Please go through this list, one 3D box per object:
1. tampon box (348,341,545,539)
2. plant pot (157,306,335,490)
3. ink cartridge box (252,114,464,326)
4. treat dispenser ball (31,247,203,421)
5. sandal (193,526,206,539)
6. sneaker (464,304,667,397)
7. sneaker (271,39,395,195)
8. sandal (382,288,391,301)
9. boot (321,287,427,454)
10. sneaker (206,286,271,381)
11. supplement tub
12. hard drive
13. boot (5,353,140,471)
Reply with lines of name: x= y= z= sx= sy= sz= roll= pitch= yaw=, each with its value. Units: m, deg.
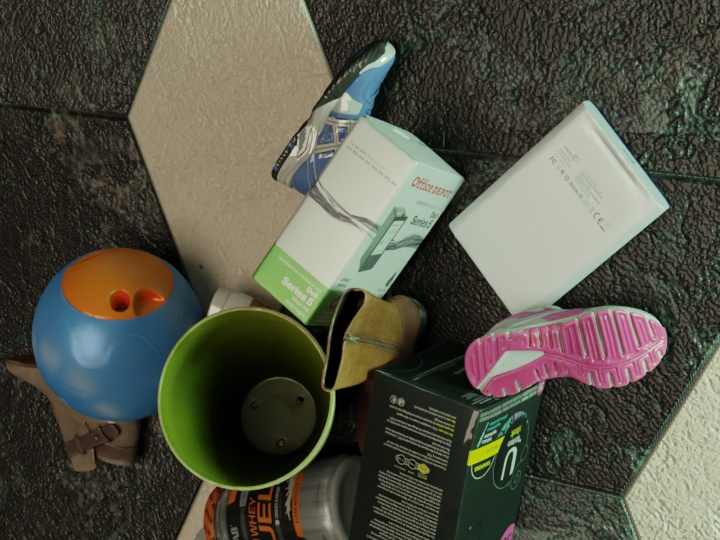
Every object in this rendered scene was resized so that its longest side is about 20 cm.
tampon box: x=0.089 y=0.200 z=1.502 sx=0.125 sy=0.149 sz=0.202 roll=19 pitch=110 yaw=29
plant pot: x=-0.104 y=0.149 z=1.574 sx=0.185 sy=0.200 sz=0.189 roll=-2 pitch=79 yaw=8
ink cartridge box: x=0.000 y=-0.046 z=1.483 sx=0.084 sy=0.145 sz=0.201 roll=40 pitch=102 yaw=20
treat dispenser ball: x=-0.281 y=0.074 z=1.685 sx=0.199 sy=0.200 sz=0.203 roll=7 pitch=104 yaw=31
sandal: x=-0.126 y=0.379 z=1.719 sx=0.206 sy=0.079 sz=0.060 roll=40 pitch=156 yaw=34
sneaker: x=0.203 y=0.069 z=1.440 sx=0.198 sy=0.088 sz=0.082 roll=-5 pitch=106 yaw=7
sneaker: x=-0.015 y=-0.160 z=1.553 sx=0.077 sy=0.076 sz=0.201 roll=35 pitch=119 yaw=-3
sandal: x=0.000 y=0.000 z=1.581 sx=0.074 sy=0.045 sz=0.202 roll=16 pitch=108 yaw=28
boot: x=0.011 y=0.115 z=1.484 sx=0.068 sy=0.200 sz=0.190 roll=20 pitch=94 yaw=18
sneaker: x=-0.146 y=0.121 z=1.687 sx=0.084 sy=0.073 sz=0.202 roll=17 pitch=121 yaw=7
supplement tub: x=-0.074 y=0.278 z=1.642 sx=0.199 sy=0.122 sz=0.124 roll=-14 pitch=92 yaw=34
hard drive: x=0.196 y=-0.055 z=1.455 sx=0.200 sy=0.025 sz=0.132 roll=-43 pitch=77 yaw=32
boot: x=-0.366 y=0.181 z=1.844 sx=0.198 sy=0.070 sz=0.148 roll=0 pitch=102 yaw=33
